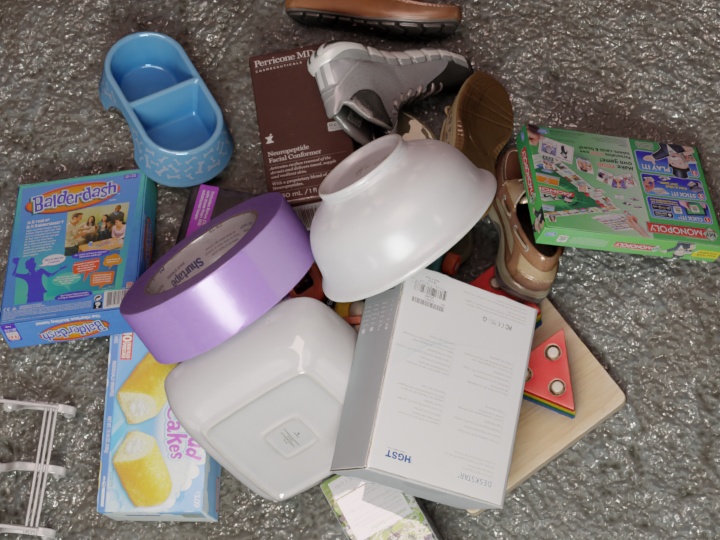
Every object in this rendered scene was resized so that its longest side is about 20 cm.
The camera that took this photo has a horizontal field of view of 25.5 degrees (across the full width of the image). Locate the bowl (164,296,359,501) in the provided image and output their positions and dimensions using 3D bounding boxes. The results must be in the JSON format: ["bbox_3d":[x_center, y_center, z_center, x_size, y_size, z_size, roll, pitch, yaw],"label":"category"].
[{"bbox_3d":[-0.071,0.140,1.567,0.200,0.200,0.075,-32,33,16],"label":"bowl"}]

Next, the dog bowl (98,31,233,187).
[{"bbox_3d":[-0.218,-0.185,1.768,0.111,0.050,0.200,-24,63,-17],"label":"dog bowl"}]

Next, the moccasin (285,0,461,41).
[{"bbox_3d":[0.017,-0.303,1.781,0.201,0.074,0.078,11,83,22],"label":"moccasin"}]

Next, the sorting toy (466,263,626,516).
[{"bbox_3d":[0.133,0.110,1.627,0.200,0.070,0.199,-36,71,-4],"label":"sorting toy"}]

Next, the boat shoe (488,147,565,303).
[{"bbox_3d":[0.177,-0.058,1.642,0.076,0.072,0.200,12,45,-18],"label":"boat shoe"}]

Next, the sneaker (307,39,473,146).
[{"bbox_3d":[0.040,-0.176,1.695,0.200,0.075,0.116,0,65,-29],"label":"sneaker"}]

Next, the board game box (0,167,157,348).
[{"bbox_3d":[-0.302,-0.016,1.717,0.152,0.045,0.200,-7,51,7],"label":"board game box"}]

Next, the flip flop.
[{"bbox_3d":[0.061,-0.094,1.710,0.081,0.058,0.200,-24,71,1],"label":"flip flop"}]

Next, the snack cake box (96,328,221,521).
[{"bbox_3d":[-0.205,0.160,1.668,0.115,0.067,0.200,-2,72,10],"label":"snack cake box"}]

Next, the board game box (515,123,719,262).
[{"bbox_3d":[0.264,-0.079,1.623,0.200,0.029,0.135,6,54,-17],"label":"board game box"}]

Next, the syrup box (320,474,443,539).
[{"bbox_3d":[0.045,0.284,1.580,0.079,0.081,0.200,-30,71,1],"label":"syrup box"}]

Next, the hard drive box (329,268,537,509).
[{"bbox_3d":[0.072,0.113,1.519,0.156,0.077,0.200,20,72,-25],"label":"hard drive box"}]

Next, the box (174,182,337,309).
[{"bbox_3d":[-0.104,-0.009,1.722,0.200,0.036,0.143,11,75,11],"label":"box"}]

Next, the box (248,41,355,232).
[{"bbox_3d":[-0.056,-0.142,1.717,0.100,0.075,0.200,-11,59,1],"label":"box"}]

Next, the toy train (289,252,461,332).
[{"bbox_3d":[0.000,0.000,1.632,0.200,0.056,0.150,-29,79,18],"label":"toy train"}]

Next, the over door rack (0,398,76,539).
[{"bbox_3d":[-0.411,0.200,1.680,0.200,0.067,0.148,9,73,-10],"label":"over door rack"}]

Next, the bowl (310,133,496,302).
[{"bbox_3d":[0.023,-0.066,1.519,0.201,0.201,0.090,-38,109,-4],"label":"bowl"}]

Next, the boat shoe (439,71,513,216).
[{"bbox_3d":[0.111,-0.127,1.688,0.073,0.063,0.200,31,51,-18],"label":"boat shoe"}]

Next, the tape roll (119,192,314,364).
[{"bbox_3d":[-0.142,0.006,1.591,0.200,0.200,0.066,-35,106,-3],"label":"tape roll"}]
